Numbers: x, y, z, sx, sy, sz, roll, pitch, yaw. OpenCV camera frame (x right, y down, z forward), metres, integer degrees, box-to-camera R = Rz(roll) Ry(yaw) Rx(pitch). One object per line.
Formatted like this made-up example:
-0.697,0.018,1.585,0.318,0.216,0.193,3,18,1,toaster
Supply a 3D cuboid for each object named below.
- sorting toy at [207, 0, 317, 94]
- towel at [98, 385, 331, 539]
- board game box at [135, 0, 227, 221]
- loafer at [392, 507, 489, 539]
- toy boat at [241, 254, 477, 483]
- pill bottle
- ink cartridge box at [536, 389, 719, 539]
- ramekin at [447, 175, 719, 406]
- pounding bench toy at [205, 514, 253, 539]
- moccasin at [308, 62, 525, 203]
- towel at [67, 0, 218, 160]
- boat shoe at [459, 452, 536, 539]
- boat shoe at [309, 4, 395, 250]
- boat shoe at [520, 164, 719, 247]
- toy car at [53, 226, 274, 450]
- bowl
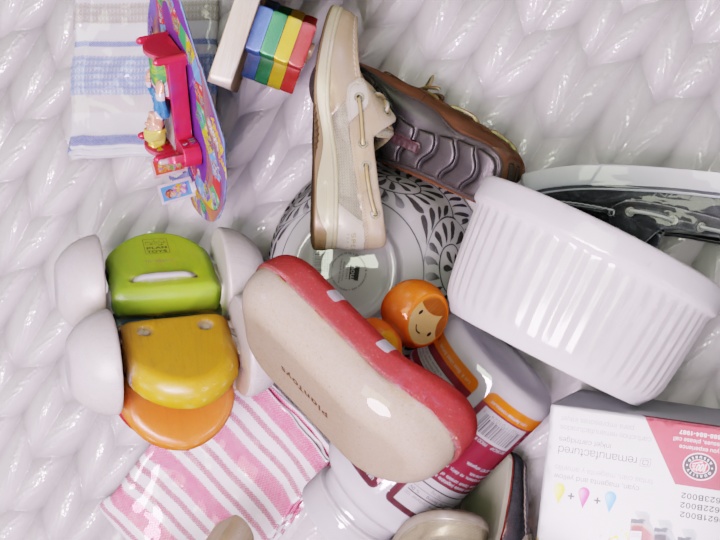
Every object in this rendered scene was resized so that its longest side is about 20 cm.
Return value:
-0.056,-0.236,1.061,0.069,0.199,0.201,19,95,-6,sorting toy
-0.128,0.188,1.144,0.146,0.030,0.200,42,100,14,towel
-0.162,-0.135,1.076,0.039,0.158,0.201,-15,81,-20,board game box
0.049,0.260,1.025,0.075,0.068,0.200,11,133,-14,loafer
0.013,0.057,0.960,0.131,0.131,0.200,-38,68,-20,toy boat
0.048,0.138,1.048,0.200,0.113,0.113,-46,77,14,pill bottle
0.212,0.202,0.982,0.145,0.145,0.201,6,92,17,ink cartridge box
0.160,0.019,0.973,0.200,0.200,0.105,27,92,16,ramekin
-0.158,0.300,1.078,0.155,0.124,0.201,-1,102,16,pounding bench toy
0.046,-0.123,1.083,0.201,0.078,0.074,24,111,21,moccasin
-0.199,-0.200,1.181,0.146,0.024,0.201,1,88,16,towel
0.115,0.245,1.053,0.062,0.071,0.201,13,76,-20,boat shoe
-0.006,-0.113,1.027,0.065,0.072,0.201,1,74,-3,boat shoe
0.225,-0.045,1.030,0.199,0.072,0.068,5,88,9,boat shoe
-0.162,0.062,1.089,0.174,0.150,0.200,-5,44,-17,toy car
0.000,0.000,1.079,0.200,0.094,0.202,-1,87,16,bowl
